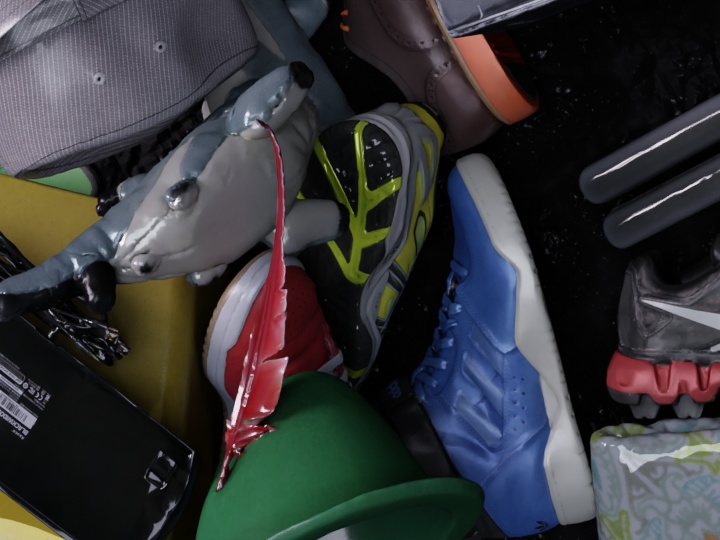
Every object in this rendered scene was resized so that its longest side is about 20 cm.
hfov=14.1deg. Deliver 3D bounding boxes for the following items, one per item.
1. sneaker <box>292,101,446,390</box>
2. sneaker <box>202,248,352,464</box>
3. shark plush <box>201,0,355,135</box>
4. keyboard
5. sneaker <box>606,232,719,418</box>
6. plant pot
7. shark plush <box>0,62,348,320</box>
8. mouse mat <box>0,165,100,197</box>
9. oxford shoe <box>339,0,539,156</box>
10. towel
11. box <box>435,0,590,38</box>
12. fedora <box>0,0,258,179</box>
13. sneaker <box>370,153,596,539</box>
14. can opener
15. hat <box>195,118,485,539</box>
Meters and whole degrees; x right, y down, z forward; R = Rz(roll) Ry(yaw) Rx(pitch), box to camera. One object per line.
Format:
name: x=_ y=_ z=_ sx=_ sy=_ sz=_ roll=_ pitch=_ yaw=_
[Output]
sneaker: x=0.000 y=0.000 z=1.509 sx=0.075 sy=0.076 sz=0.200 roll=38 pitch=130 yaw=18
sneaker: x=-0.018 y=0.083 z=1.460 sx=0.112 sy=0.071 sz=0.200 roll=36 pitch=148 yaw=29
shark plush: x=-0.050 y=-0.132 z=1.533 sx=0.083 sy=0.091 sz=0.201 roll=-12 pitch=79 yaw=-12
keyboard: x=-0.156 y=0.050 z=1.400 sx=0.200 sy=0.040 sz=0.104 roll=37 pitch=103 yaw=10
sneaker: x=0.221 y=0.020 z=1.480 sx=0.200 sy=0.071 sz=0.098 roll=-3 pitch=99 yaw=12
plant pot: x=-0.162 y=0.047 z=1.501 sx=0.199 sy=0.200 sz=0.177 roll=13 pitch=87 yaw=6
shark plush: x=-0.090 y=-0.022 z=1.384 sx=0.200 sy=0.083 sz=0.091 roll=-44 pitch=130 yaw=-23
mouse mat: x=-0.259 y=-0.034 z=1.596 sx=0.200 sy=0.008 sz=0.161 roll=-44 pitch=88 yaw=13
oxford shoe: x=0.010 y=-0.149 z=1.500 sx=0.072 sy=0.071 sz=0.200 roll=-32 pitch=91 yaw=18
towel: x=0.224 y=0.154 z=1.499 sx=0.199 sy=0.048 sz=0.172 roll=-6 pitch=103 yaw=5
box: x=0.127 y=-0.201 z=1.403 sx=0.196 sy=0.200 sz=0.124 roll=-21 pitch=91 yaw=12
fedora: x=-0.120 y=-0.108 z=1.428 sx=0.200 sy=0.177 sz=0.090 roll=-32 pitch=92 yaw=-27
sneaker: x=0.047 y=0.047 z=1.513 sx=0.111 sy=0.077 sz=0.200 roll=-15 pitch=101 yaw=3
can opener: x=0.208 y=-0.077 z=1.486 sx=0.200 sy=0.067 sz=0.053 roll=-28 pitch=92 yaw=26
hat: x=-0.044 y=0.066 z=1.396 sx=0.200 sy=0.166 sz=0.176 roll=-35 pitch=68 yaw=22
